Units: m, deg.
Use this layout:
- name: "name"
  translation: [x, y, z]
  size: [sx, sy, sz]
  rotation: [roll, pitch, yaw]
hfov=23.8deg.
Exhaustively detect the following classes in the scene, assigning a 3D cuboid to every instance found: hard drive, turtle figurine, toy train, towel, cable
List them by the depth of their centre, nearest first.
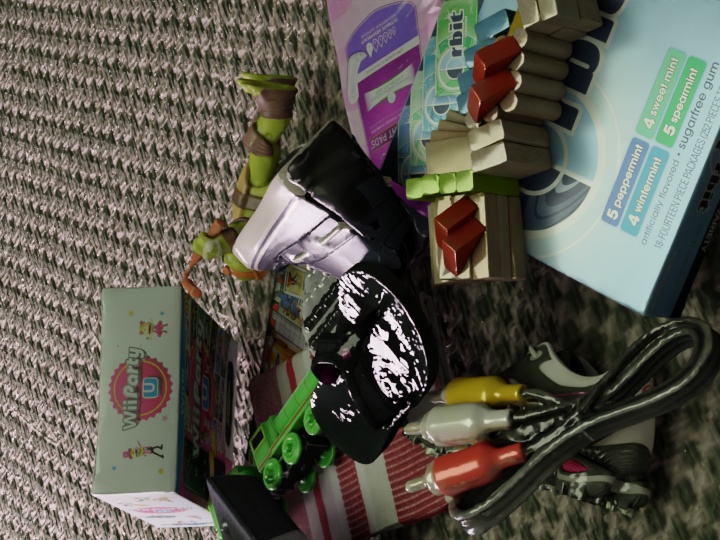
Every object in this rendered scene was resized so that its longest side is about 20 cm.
- name: "cable"
  translation: [0.103, 0.082, 0.933]
  size: [0.199, 0.050, 0.098]
  rotation: [-27, 36, 40]
- name: "hard drive"
  translation: [-0.048, 0.244, 1.167]
  size: [0.135, 0.042, 0.202]
  rotation: [-145, 38, -64]
- name: "towel"
  translation: [-0.001, 0.114, 1.197]
  size: [0.199, 0.023, 0.146]
  rotation: [-29, 69, 44]
- name: "toy train"
  translation: [-0.050, 0.125, 1.208]
  size: [0.201, 0.041, 0.057]
  rotation: [-54, 42, 33]
- name: "turtle figurine"
  translation: [-0.076, -0.057, 1.238]
  size: [0.064, 0.200, 0.163]
  rotation: [12, 104, 10]

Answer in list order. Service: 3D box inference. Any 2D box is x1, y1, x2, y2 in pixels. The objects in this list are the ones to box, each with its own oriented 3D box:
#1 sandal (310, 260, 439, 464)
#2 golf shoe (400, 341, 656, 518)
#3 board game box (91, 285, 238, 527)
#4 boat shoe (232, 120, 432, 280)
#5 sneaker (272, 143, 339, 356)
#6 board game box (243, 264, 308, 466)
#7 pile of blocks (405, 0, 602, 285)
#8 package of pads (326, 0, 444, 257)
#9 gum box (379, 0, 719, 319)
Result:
- name: "sandal"
  translation: [0.000, 0.068, 1.016]
  size: [0.075, 0.048, 0.201]
  rotation: [40, 150, 17]
- name: "golf shoe"
  translation: [0.103, 0.087, 1.035]
  size: [0.199, 0.077, 0.089]
  rotation: [8, 82, 50]
- name: "board game box"
  translation: [-0.142, 0.107, 1.276]
  size: [0.200, 0.064, 0.149]
  rotation: [60, -150, -74]
- name: "boat shoe"
  translation: [-0.018, -0.016, 1.049]
  size: [0.093, 0.075, 0.200]
  rotation: [44, 165, 2]
- name: "sneaker"
  translation: [0.000, 0.000, 1.147]
  size: [0.075, 0.081, 0.201]
  rotation: [-46, 42, 31]
- name: "board game box"
  translation: [-0.041, 0.080, 1.280]
  size: [0.104, 0.023, 0.202]
  rotation: [28, 114, 50]
- name: "pile of blocks"
  translation: [0.065, -0.084, 0.926]
  size: [0.082, 0.062, 0.202]
  rotation: [24, 102, 37]
- name: "package of pads"
  translation: [0.046, -0.118, 1.097]
  size: [0.120, 0.075, 0.202]
  rotation: [-26, 70, 51]
- name: "gum box"
  translation: [0.120, -0.093, 0.949]
  size: [0.199, 0.044, 0.171]
  rotation: [31, 106, 36]
